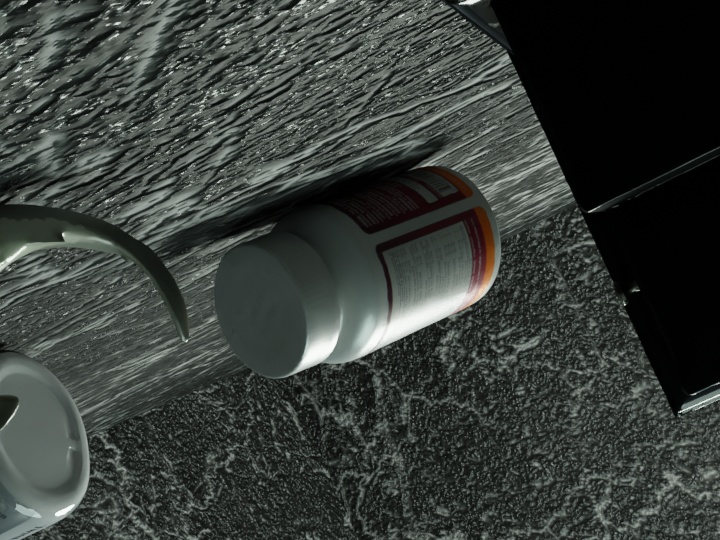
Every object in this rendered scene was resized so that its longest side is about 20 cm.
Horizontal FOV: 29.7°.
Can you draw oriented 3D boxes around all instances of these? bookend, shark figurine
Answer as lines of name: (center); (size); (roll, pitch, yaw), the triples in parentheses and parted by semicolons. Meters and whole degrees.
bookend: (0.124, -0.036, 0.547); (0.091, 0.202, 0.199); (-25, 177, 14)
shark figurine: (-0.166, 0.015, 0.501); (0.089, 0.129, 0.214); (6, -141, 42)

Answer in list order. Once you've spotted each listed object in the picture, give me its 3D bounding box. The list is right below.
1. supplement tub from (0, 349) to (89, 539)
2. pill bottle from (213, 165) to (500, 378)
supplement tub: (-0.295, 0.146, 0.933); (0.198, 0.124, 0.122); (-27, 176, 20)
pill bottle: (0.000, 0.000, 0.946); (0.199, 0.111, 0.109); (-22, 175, -44)
